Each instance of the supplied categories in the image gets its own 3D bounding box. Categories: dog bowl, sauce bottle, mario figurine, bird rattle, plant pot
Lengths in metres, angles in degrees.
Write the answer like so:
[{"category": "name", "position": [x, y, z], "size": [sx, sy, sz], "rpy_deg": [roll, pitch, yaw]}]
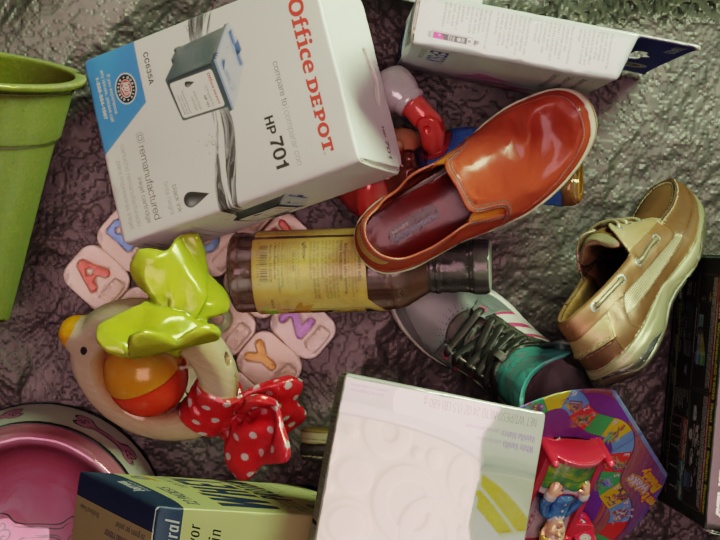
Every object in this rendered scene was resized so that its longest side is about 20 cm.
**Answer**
[{"category": "dog bowl", "position": [-0.248, 0.204, 1.257], "size": [0.198, 0.074, 0.203], "rpy_deg": [0, 90, -2]}, {"category": "sauce bottle", "position": [0.000, 0.000, 1.240], "size": [0.197, 0.065, 0.066], "rpy_deg": [-1, 91, 8]}, {"category": "mario figurine", "position": [0.069, -0.093, 1.256], "size": [0.198, 0.106, 0.125], "rpy_deg": [-3, 89, 12]}, {"category": "bird rattle", "position": [-0.135, 0.073, 1.232], "size": [0.161, 0.113, 0.201], "rpy_deg": [-8, 135, 26]}, {"category": "plant pot", "position": [-0.309, -0.060, 1.210], "size": [0.198, 0.200, 0.192], "rpy_deg": [7, 103, -2]}]

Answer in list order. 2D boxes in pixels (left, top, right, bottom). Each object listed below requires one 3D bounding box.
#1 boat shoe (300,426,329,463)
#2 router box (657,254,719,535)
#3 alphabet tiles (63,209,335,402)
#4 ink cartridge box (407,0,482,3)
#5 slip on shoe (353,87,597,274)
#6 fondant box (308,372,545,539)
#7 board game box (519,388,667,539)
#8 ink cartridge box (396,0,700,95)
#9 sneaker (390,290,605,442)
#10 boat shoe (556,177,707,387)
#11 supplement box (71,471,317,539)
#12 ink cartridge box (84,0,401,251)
[{"category": "boat shoe", "position": [0.046, 0.166, 1.265], "size": [0.198, 0.073, 0.066], "rpy_deg": [14, 86, -2]}, {"category": "router box", "position": [0.276, 0.088, 1.233], "size": [0.061, 0.150, 0.203], "rpy_deg": [5, 91, -2]}, {"category": "alphabet tiles", "position": [-0.125, 0.025, 1.288], "size": [0.195, 0.015, 0.200], "rpy_deg": [42, 90, -1]}, {"category": "ink cartridge box", "position": [0.045, -0.304, 1.237], "size": [0.144, 0.084, 0.202], "rpy_deg": [13, 101, 0]}, {"category": "slip on shoe", "position": [0.082, -0.062, 1.170], "size": [0.199, 0.061, 0.075], "rpy_deg": [-31, 86, 6]}, {"category": "fondant box", "position": [0.038, 0.183, 1.129], "size": [0.143, 0.058, 0.202], "rpy_deg": [11, 86, -5]}, {"category": "board game box", "position": [0.151, 0.176, 1.224], "size": [0.157, 0.039, 0.200], "rpy_deg": [-33, 132, 5]}, {"category": "ink cartridge box", "position": [0.129, -0.154, 1.203], "size": [0.198, 0.196, 0.044], "rpy_deg": [12, 91, -1]}, {"category": "sneaker", "position": [0.109, 0.069, 1.242], "size": [0.199, 0.121, 0.084], "rpy_deg": [33, 90, -1]}, {"category": "boat shoe", "position": [0.199, -0.006, 1.219], "size": [0.074, 0.075, 0.201], "rpy_deg": [43, 45, -14]}, {"category": "supplement box", "position": [-0.102, 0.259, 1.192], "size": [0.198, 0.134, 0.203], "rpy_deg": [8, 90, -33]}, {"category": "ink cartridge box", "position": [-0.087, -0.114, 1.211], "size": [0.198, 0.086, 0.148], "rpy_deg": [-18, 80, 22]}]
